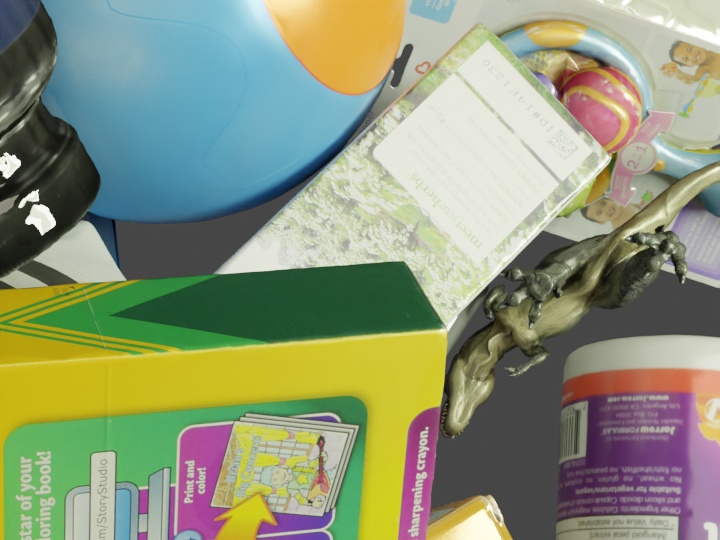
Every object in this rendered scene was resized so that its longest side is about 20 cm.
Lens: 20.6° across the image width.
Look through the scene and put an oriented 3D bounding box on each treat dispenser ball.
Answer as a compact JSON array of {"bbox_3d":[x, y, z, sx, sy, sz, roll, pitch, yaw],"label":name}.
[{"bbox_3d":[-0.080,-0.119,0.800,0.200,0.201,0.201,3,78,-16],"label":"treat dispenser ball"}]

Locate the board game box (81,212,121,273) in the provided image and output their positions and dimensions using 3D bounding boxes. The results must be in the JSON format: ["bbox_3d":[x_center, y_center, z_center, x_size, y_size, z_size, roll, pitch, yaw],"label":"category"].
[{"bbox_3d":[-0.162,0.065,0.794,0.151,0.037,0.200,1,69,-30],"label":"board game box"}]

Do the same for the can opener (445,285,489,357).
[{"bbox_3d":[-0.021,0.066,0.856,0.067,0.053,0.200,34,69,0],"label":"can opener"}]

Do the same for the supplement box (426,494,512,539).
[{"bbox_3d":[-0.021,0.169,0.829,0.200,0.069,0.067,-27,88,-18],"label":"supplement box"}]

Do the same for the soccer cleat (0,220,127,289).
[{"bbox_3d":[-0.184,0.011,0.747,0.199,0.069,0.085,0,40,-17],"label":"soccer cleat"}]

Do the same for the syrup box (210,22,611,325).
[{"bbox_3d":[0.000,0.000,0.803,0.200,0.081,0.079,-44,91,-11],"label":"syrup box"}]

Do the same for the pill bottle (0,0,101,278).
[{"bbox_3d":[-0.171,-0.092,0.660,0.112,0.112,0.200,-38,117,-20],"label":"pill bottle"}]

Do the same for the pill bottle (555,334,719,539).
[{"bbox_3d":[0.140,0.136,0.858,0.111,0.111,0.201,7,77,-15],"label":"pill bottle"}]

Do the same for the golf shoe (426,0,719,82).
[{"bbox_3d":[0.122,-0.136,0.916,0.199,0.075,0.092,4,115,-17],"label":"golf shoe"}]

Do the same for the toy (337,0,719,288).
[{"bbox_3d":[0.103,-0.058,0.889,0.200,0.047,0.115,15,118,-15],"label":"toy"}]

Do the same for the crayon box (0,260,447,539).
[{"bbox_3d":[-0.066,0.101,0.708,0.172,0.058,0.200,-3,118,-16],"label":"crayon box"}]

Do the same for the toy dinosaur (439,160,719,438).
[{"bbox_3d":[0.103,0.001,0.857,0.200,0.088,0.048,-36,86,7],"label":"toy dinosaur"}]
